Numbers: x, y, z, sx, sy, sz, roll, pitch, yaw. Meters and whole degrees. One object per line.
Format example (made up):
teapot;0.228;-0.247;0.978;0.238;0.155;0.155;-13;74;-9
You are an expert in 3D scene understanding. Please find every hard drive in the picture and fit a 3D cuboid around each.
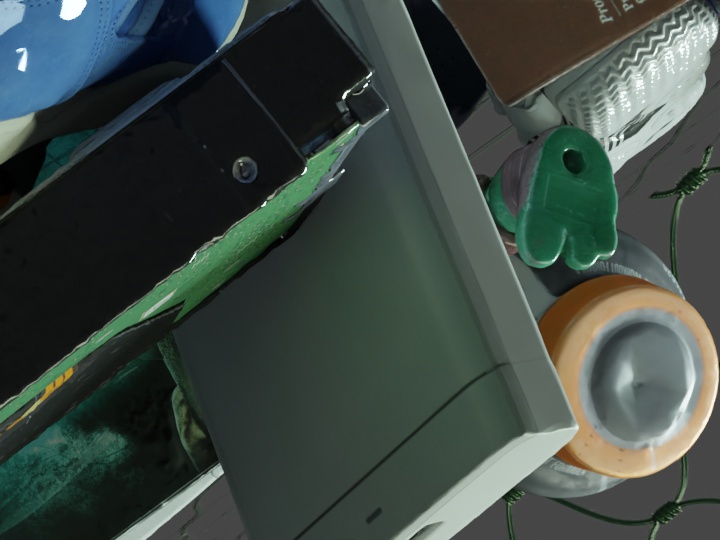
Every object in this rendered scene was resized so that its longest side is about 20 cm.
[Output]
hard drive;-0.089;0.022;0.638;0.200;0.038;0.140;-38;178;-15
hard drive;-0.018;-0.018;0.752;0.027;0.201;0.132;-7;156;-34

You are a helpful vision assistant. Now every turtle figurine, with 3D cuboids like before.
turtle figurine;0.000;0.000;0.908;0.149;0.101;0.200;-2;161;-21

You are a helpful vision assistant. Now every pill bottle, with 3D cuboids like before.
pill bottle;0.061;0.027;1.072;0.106;0.107;0.200;-36;-161;-15

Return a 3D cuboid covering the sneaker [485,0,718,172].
sneaker;0.070;-0.097;1.026;0.075;0.115;0.200;-37;171;-7

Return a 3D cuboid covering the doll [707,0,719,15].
doll;0.156;-0.105;0.996;0.048;0.200;0.137;-11;120;-23

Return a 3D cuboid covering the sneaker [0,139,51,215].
sneaker;-0.113;-0.030;0.681;0.078;0.080;0.200;-45;173;39

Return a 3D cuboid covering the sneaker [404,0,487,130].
sneaker;-0.017;-0.034;1.057;0.200;0.075;0.085;-39;-152;-3

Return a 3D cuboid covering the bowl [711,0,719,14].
bowl;0.156;-0.174;0.895;0.090;0.202;0.201;25;126;-35

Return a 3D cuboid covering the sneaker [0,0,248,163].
sneaker;-0.050;-0.092;0.602;0.111;0.077;0.200;-49;175;26

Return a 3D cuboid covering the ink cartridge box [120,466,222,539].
ink cartridge box;-0.071;0.026;1.105;0.200;0.047;0.160;-42;-156;10

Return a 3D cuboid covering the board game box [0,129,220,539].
board game box;-0.129;0.039;0.797;0.200;0.136;0.028;-35;-179;-25

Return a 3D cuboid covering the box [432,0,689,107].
box;0.103;-0.141;0.809;0.199;0.100;0.075;-28;-174;33
